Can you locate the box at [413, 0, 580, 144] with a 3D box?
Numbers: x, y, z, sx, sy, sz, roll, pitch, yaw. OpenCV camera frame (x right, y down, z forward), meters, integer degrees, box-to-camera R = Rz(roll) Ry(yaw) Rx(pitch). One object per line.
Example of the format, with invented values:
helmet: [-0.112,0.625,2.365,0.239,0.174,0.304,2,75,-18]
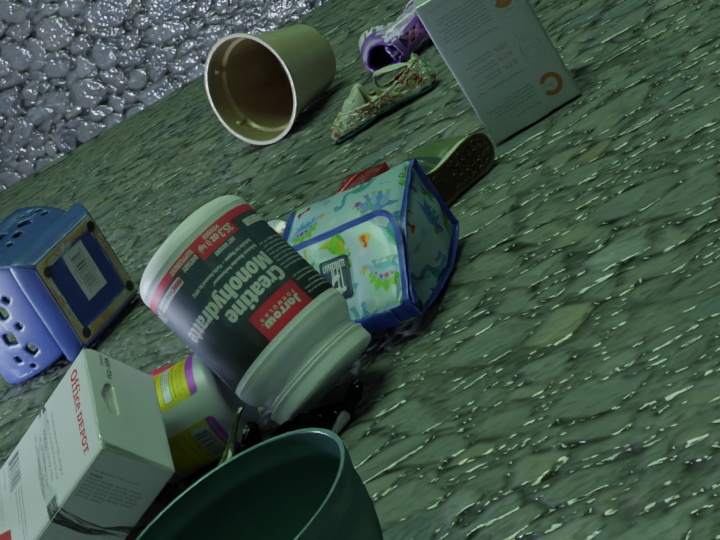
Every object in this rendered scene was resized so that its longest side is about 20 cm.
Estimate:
box: [0.167,-0.280,1.854,0.124,0.201,0.098,-30,17,11]

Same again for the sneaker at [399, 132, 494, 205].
sneaker: [0.065,-0.098,1.790,0.199,0.068,0.090,-35,17,-23]

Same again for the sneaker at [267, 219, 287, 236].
sneaker: [-0.127,0.006,1.845,0.105,0.075,0.200,-63,11,-15]

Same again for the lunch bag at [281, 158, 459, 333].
lunch bag: [0.000,0.000,1.571,0.169,0.128,0.201,-22,35,27]

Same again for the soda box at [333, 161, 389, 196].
soda box: [-0.016,-0.044,1.782,0.063,0.070,0.200,-19,23,39]

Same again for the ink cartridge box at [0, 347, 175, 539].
ink cartridge box: [-0.265,0.198,1.399,0.201,0.082,0.147,-52,33,21]

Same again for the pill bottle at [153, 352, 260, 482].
pill bottle: [-0.208,0.167,1.518,0.199,0.105,0.104,-30,18,12]

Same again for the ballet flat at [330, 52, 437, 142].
ballet flat: [0.026,-0.273,2.323,0.199,0.064,0.076,-30,19,17]

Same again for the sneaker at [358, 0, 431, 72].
sneaker: [0.078,-0.398,2.549,0.199,0.081,0.089,-31,23,28]

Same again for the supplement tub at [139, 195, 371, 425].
supplement tub: [-0.101,0.039,1.445,0.140,0.200,0.140,-46,-8,-8]

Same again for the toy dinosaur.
toy dinosaur: [-0.154,0.219,1.342,0.088,0.047,0.201,-25,36,37]

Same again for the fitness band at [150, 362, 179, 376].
fitness band: [-0.233,0.164,1.697,0.199,0.038,0.144,-17,27,46]

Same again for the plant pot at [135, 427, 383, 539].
plant pot: [-0.060,0.226,1.043,0.199,0.135,0.201,-30,18,11]

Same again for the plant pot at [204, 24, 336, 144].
plant pot: [-0.145,-0.350,2.664,0.199,0.202,0.183,-19,12,40]

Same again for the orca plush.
orca plush: [-0.071,0.159,1.344,0.200,0.071,0.105,-43,19,-26]

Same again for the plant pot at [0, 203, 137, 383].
plant pot: [-0.459,0.024,2.213,0.179,0.201,0.200,-12,27,39]
